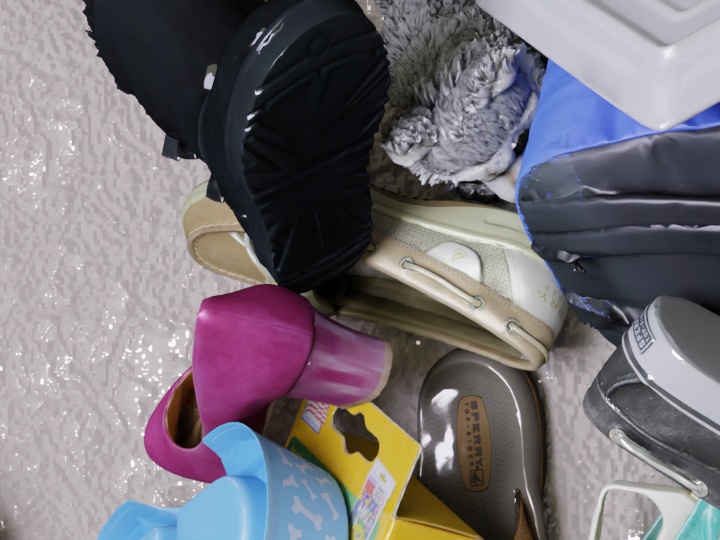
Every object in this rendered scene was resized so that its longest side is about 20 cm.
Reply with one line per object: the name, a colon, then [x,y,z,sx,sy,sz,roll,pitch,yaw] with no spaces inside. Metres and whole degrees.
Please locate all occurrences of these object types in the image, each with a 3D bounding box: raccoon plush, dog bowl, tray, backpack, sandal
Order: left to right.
dog bowl: [-0.071,0.147,1.076,0.200,0.050,0.112,-40,42,47]
raccoon plush: [0.019,-0.101,1.075,0.200,0.134,0.097,38,101,23]
sandal: [0.058,0.132,1.079,0.082,0.055,0.200,-8,81,24]
tray: [0.121,-0.116,0.945,0.107,0.200,0.022,-28,117,-6]
backpack: [0.175,-0.051,0.985,0.200,0.163,0.168,-14,39,27]

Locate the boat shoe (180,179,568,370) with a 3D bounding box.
boat shoe: [0.001,0.002,1.103,0.200,0.073,0.063,11,60,19]

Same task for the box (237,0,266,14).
box: [-0.059,-0.184,1.127,0.075,0.050,0.200,14,112,32]

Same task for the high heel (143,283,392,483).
high heel: [-0.076,0.051,1.088,0.200,0.096,0.067,-17,58,57]

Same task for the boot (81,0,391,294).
boot: [-0.059,-0.095,1.021,0.073,0.198,0.163,-29,63,-15]

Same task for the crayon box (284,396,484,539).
crayon box: [-0.013,0.155,1.072,0.126,0.052,0.200,37,108,62]

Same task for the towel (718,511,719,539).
towel: [0.251,0.089,0.979,0.200,0.018,0.086,3,83,5]

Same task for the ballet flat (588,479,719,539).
ballet flat: [0.145,0.097,1.029,0.070,0.067,0.200,27,99,-2]

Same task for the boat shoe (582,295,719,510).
boat shoe: [0.183,0.087,0.948,0.200,0.071,0.064,34,120,0]
